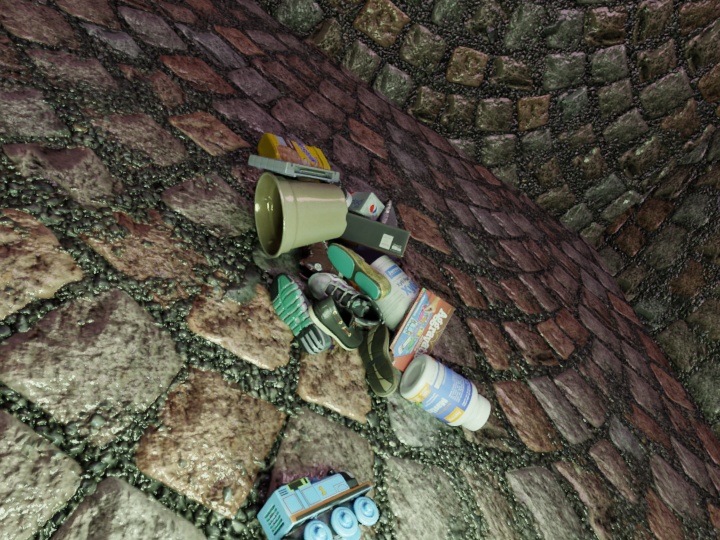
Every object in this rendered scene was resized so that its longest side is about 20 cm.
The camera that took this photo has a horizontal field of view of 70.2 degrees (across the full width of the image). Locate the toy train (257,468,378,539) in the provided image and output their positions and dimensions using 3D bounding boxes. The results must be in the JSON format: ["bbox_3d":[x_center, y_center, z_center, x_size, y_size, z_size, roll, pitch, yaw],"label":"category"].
[{"bbox_3d":[-0.059,0.380,0.806,0.199,0.087,0.114,0,42,-49],"label":"toy train"}]

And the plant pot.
[{"bbox_3d":[-0.138,-0.139,1.243,0.183,0.201,0.201,-7,51,-29],"label":"plant pot"}]

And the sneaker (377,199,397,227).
[{"bbox_3d":[0.092,-0.118,1.502,0.115,0.075,0.200,36,39,-17],"label":"sneaker"}]

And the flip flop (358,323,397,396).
[{"bbox_3d":[0.049,0.207,1.178,0.058,0.081,0.201,48,17,-40],"label":"flip flop"}]

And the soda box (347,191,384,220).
[{"bbox_3d":[-0.027,-0.178,1.446,0.200,0.068,0.063,12,-25,51],"label":"soda box"}]

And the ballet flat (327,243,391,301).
[{"bbox_3d":[0.000,0.000,1.260,0.200,0.071,0.071,42,27,28],"label":"ballet flat"}]

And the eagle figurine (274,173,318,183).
[{"bbox_3d":[-0.176,-0.211,1.415,0.150,0.152,0.200,-10,45,-12],"label":"eagle figurine"}]

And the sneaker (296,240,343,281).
[{"bbox_3d":[-0.132,-0.043,1.301,0.115,0.076,0.200,-10,57,-50],"label":"sneaker"}]

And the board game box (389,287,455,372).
[{"bbox_3d":[0.142,0.153,1.250,0.103,0.201,0.019,31,-5,-16],"label":"board game box"}]

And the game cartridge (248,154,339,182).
[{"bbox_3d":[-0.159,-0.245,1.244,0.129,0.039,0.200,14,10,33],"label":"game cartridge"}]

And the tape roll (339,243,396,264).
[{"bbox_3d":[0.031,-0.098,1.550,0.199,0.085,0.200,29,32,-20],"label":"tape roll"}]

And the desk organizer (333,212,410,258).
[{"bbox_3d":[0.027,-0.090,1.363,0.199,0.072,0.077,18,-10,8],"label":"desk organizer"}]

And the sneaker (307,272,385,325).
[{"bbox_3d":[-0.025,0.068,1.207,0.199,0.078,0.140,29,-7,-17],"label":"sneaker"}]

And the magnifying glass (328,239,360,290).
[{"bbox_3d":[-0.048,-0.018,1.345,0.022,0.080,0.200,-23,45,-9],"label":"magnifying glass"}]

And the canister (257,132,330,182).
[{"bbox_3d":[-0.210,-0.346,1.607,0.199,0.087,0.149,8,42,-41],"label":"canister"}]

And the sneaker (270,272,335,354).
[{"bbox_3d":[-0.129,0.097,1.137,0.201,0.074,0.087,60,18,18],"label":"sneaker"}]

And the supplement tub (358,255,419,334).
[{"bbox_3d":[0.090,0.073,1.340,0.200,0.132,0.132,47,30,10],"label":"supplement tub"}]

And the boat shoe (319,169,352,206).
[{"bbox_3d":[-0.079,-0.226,1.440,0.057,0.069,0.200,47,9,-34],"label":"boat shoe"}]

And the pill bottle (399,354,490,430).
[{"bbox_3d":[0.200,0.290,1.193,0.199,0.112,0.112,33,30,-12],"label":"pill bottle"}]

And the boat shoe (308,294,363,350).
[{"bbox_3d":[-0.039,0.119,1.138,0.201,0.063,0.074,48,14,-50],"label":"boat shoe"}]
